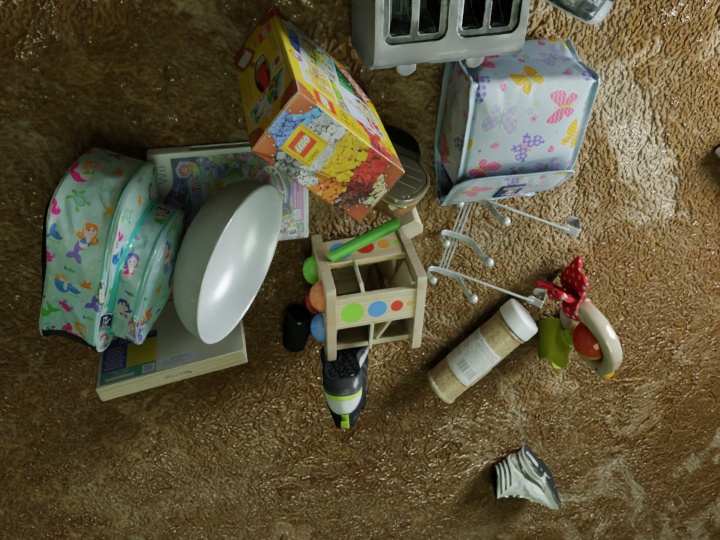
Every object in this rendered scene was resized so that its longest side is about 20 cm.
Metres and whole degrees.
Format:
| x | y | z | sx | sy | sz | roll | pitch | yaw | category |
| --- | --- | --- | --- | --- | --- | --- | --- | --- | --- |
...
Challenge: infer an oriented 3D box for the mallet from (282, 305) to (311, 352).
| x | y | z | sx | sy | sz | roll | pitch | yaw | category |
| --- | --- | --- | --- | --- | --- | --- | --- | --- | --- |
| -0.028 | 0.094 | 1.070 | 0.194 | 0.042 | 0.067 | 5 | 127 | -26 | mallet |

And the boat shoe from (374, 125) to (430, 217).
| x | y | z | sx | sy | sz | roll | pitch | yaw | category |
| --- | --- | --- | --- | --- | --- | --- | --- | --- | --- |
| 0.039 | -0.102 | 0.822 | 0.070 | 0.201 | 0.069 | 24 | 119 | -5 | boat shoe |

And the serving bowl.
| x | y | z | sx | sy | sz | roll | pitch | yaw | category |
| --- | --- | --- | --- | --- | --- | --- | --- | --- | --- |
| -0.168 | -0.019 | 0.831 | 0.064 | 0.201 | 0.204 | 23 | 126 | 10 | serving bowl |

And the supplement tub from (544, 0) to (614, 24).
| x | y | z | sx | sy | sz | roll | pitch | yaw | category |
| --- | --- | --- | --- | --- | --- | --- | --- | --- | --- |
| 0.252 | -0.377 | 0.716 | 0.119 | 0.124 | 0.203 | 13 | 123 | -25 | supplement tub |

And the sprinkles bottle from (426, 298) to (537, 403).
| x | y | z | sx | sy | sz | roll | pitch | yaw | category |
| --- | --- | --- | --- | --- | --- | --- | --- | --- | --- |
| 0.200 | 0.135 | 1.149 | 0.068 | 0.069 | 0.200 | 32 | 114 | -35 | sprinkles bottle |

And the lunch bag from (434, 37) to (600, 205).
| x | y | z | sx | sy | sz | roll | pitch | yaw | category |
| --- | --- | --- | --- | --- | --- | --- | --- | --- | --- |
| 0.186 | -0.169 | 0.865 | 0.164 | 0.129 | 0.203 | -5 | 136 | -10 | lunch bag |

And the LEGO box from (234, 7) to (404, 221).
| x | y | z | sx | sy | sz | roll | pitch | yaw | category |
| --- | --- | --- | --- | --- | --- | --- | --- | --- | --- |
| -0.049 | -0.169 | 0.739 | 0.147 | 0.203 | 0.077 | 30 | 117 | -35 | LEGO box |

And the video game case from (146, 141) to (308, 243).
| x | y | z | sx | sy | sz | roll | pitch | yaw | category |
| --- | --- | --- | --- | --- | --- | --- | --- | --- | --- |
| -0.163 | -0.094 | 0.884 | 0.194 | 0.018 | 0.146 | -7 | 130 | -12 | video game case |

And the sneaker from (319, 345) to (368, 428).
| x | y | z | sx | sy | sz | roll | pitch | yaw | category |
| --- | --- | --- | --- | --- | --- | --- | --- | --- | --- |
| -0.025 | 0.161 | 0.979 | 0.069 | 0.200 | 0.086 | -3 | 103 | 5 | sneaker |

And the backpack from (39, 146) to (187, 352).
| x | y | z | sx | sy | sz | roll | pitch | yaw | category |
| --- | --- | --- | --- | --- | --- | --- | --- | --- | --- |
| -0.282 | -0.028 | 0.788 | 0.146 | 0.179 | 0.205 | 12 | 123 | -1 | backpack |

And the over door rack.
| x | y | z | sx | sy | sz | roll | pitch | yaw | category |
| --- | --- | --- | --- | --- | --- | --- | --- | --- | --- |
| 0.208 | -0.022 | 1.001 | 0.194 | 0.067 | 0.151 | 12 | 126 | -7 | over door rack |

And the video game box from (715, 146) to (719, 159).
| x | y | z | sx | sy | sz | roll | pitch | yaw | category |
| --- | --- | --- | --- | --- | --- | --- | --- | --- | --- |
| 0.660 | -0.191 | 1.045 | 0.200 | 0.047 | 0.181 | -43 | 129 | 18 | video game box |

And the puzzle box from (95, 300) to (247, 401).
| x | y | z | sx | sy | sz | roll | pitch | yaw | category |
| --- | --- | --- | --- | --- | --- | --- | --- | --- | --- |
| -0.253 | 0.093 | 0.932 | 0.194 | 0.135 | 0.026 | -14 | 131 | -4 | puzzle box |

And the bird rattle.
| x | y | z | sx | sy | sz | roll | pitch | yaw | category |
| --- | --- | --- | --- | --- | --- | --- | --- | --- | --- |
| 0.361 | 0.085 | 1.109 | 0.111 | 0.164 | 0.203 | -27 | 143 | -18 | bird rattle |

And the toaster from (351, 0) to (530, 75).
| x | y | z | sx | sy | sz | roll | pitch | yaw | category |
| --- | --- | --- | --- | --- | --- | --- | --- | --- | --- |
| 0.083 | -0.316 | 0.716 | 0.175 | 0.120 | 0.204 | -9 | 130 | -11 | toaster |

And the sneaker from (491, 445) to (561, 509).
| x | y | z | sx | sy | sz | roll | pitch | yaw | category |
| --- | --- | --- | --- | --- | --- | --- | --- | --- | --- |
| 0.341 | 0.451 | 1.458 | 0.113 | 0.077 | 0.201 | -28 | 123 | 18 | sneaker |

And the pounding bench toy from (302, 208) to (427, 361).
| x | y | z | sx | sy | sz | roll | pitch | yaw | category |
| --- | --- | --- | --- | --- | --- | --- | --- | --- | --- |
| 0.000 | 0.000 | 0.940 | 0.151 | 0.126 | 0.204 | -7 | 130 | -11 | pounding bench toy |
